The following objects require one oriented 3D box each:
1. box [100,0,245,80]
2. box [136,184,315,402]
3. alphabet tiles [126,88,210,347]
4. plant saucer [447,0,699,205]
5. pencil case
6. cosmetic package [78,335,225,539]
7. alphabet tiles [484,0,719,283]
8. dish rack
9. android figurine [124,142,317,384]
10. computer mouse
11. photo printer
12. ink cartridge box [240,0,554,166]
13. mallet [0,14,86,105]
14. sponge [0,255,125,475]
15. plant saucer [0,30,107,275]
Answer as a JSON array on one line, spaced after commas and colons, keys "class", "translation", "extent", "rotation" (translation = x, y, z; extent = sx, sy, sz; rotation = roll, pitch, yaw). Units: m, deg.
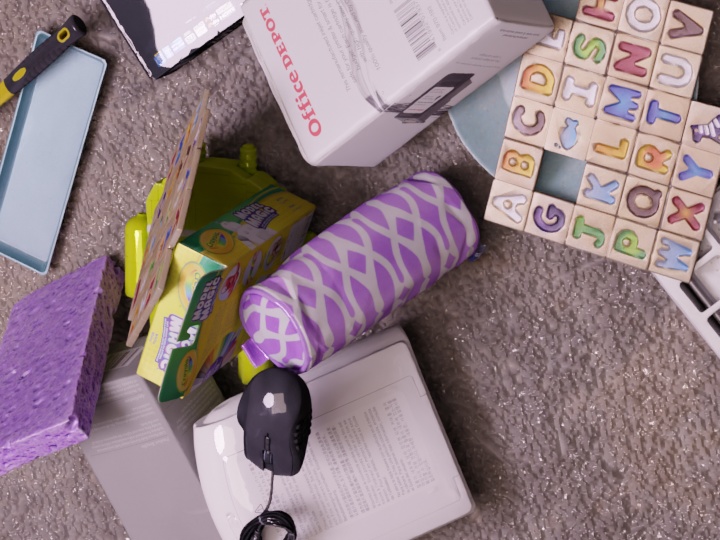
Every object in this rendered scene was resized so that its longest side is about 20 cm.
[{"class": "box", "translation": [-0.127, -0.270, 1.611], "extent": [0.199, 0.044, 0.161], "rotation": [-31, 93, 25]}, {"class": "box", "translation": [-0.106, 0.017, 1.552], "extent": [0.048, 0.200, 0.118], "rotation": [25, 113, 11]}, {"class": "alphabet tiles", "translation": [-0.147, -0.039, 1.554], "extent": [0.006, 0.200, 0.168], "rotation": [15, 66, -11]}, {"class": "plant saucer", "translation": [0.160, -0.152, 1.540], "extent": [0.199, 0.039, 0.203], "rotation": [6, 107, 19]}, {"class": "pencil case", "translation": [0.000, 0.000, 1.553], "extent": [0.084, 0.199, 0.085], "rotation": [59, 151, -3]}, {"class": "cosmetic package", "translation": [-0.155, 0.159, 1.695], "extent": [0.106, 0.090, 0.201], "rotation": [-14, 112, 33]}, {"class": "alphabet tiles", "translation": [0.190, -0.108, 1.513], "extent": [0.166, 0.008, 0.202], "rotation": [18, 109, 16]}, {"class": "dish rack", "translation": [0.325, -0.022, 1.512], "extent": [0.200, 0.044, 0.172], "rotation": [-40, 88, 25]}, {"class": "android figurine", "translation": [-0.114, -0.008, 1.680], "extent": [0.180, 0.041, 0.202], "rotation": [5, 107, 19]}, {"class": "computer mouse", "translation": [-0.072, 0.159, 1.546], "extent": [0.058, 0.034, 0.202], "rotation": [13, 122, 11]}, {"class": "photo printer", "translation": [-0.027, 0.158, 1.635], "extent": [0.198, 0.069, 0.168], "rotation": [-24, 99, -4]}, {"class": "ink cartridge box", "translation": [0.024, -0.188, 1.523], "extent": [0.199, 0.083, 0.146], "rotation": [-35, 71, 33]}, {"class": "mallet", "translation": [-0.290, -0.140, 1.694], "extent": [0.199, 0.041, 0.066], "rotation": [-27, 87, 33]}, {"class": "sponge", "translation": [-0.256, 0.079, 1.676], "extent": [0.111, 0.201, 0.030], "rotation": [-25, 124, 24]}, {"class": "plant saucer", "translation": [-0.266, -0.099, 1.725], "extent": [0.069, 0.019, 0.202], "rotation": [24, 112, 13]}]
